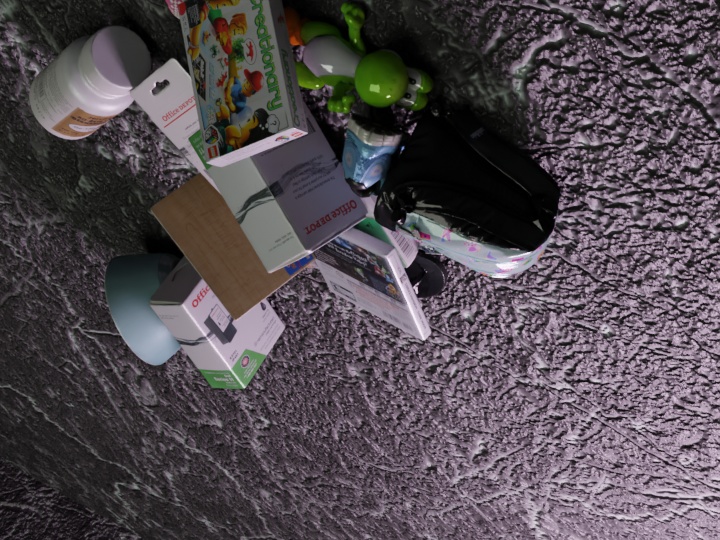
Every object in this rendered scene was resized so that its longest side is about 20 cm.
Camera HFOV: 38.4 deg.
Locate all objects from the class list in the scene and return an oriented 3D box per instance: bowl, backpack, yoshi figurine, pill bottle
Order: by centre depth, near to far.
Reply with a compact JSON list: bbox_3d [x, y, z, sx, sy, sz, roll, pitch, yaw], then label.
[{"bbox_3d":[-0.017,-0.236,1.180,0.199,0.112,0.113,21,138,17],"label":"yoshi figurine"},{"bbox_3d":[0.133,-0.081,1.213,0.200,0.167,0.127,26,164,5],"label":"backpack"},{"bbox_3d":[-0.377,-0.265,1.453,0.114,0.114,0.200,48,145,-19],"label":"pill bottle"},{"bbox_3d":[-0.337,0.049,1.770,0.105,0.201,0.201,-23,122,14],"label":"bowl"}]

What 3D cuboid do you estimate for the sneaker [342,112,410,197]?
[{"bbox_3d":[0.006,-0.134,1.227,0.078,0.090,0.200,21,-170,5],"label":"sneaker"}]

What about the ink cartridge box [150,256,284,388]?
[{"bbox_3d":[-0.233,0.074,1.705,0.083,0.147,0.200,-1,133,39],"label":"ink cartridge box"}]

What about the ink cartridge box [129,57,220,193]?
[{"bbox_3d":[-0.200,-0.204,1.401,0.116,0.068,0.200,-24,115,41],"label":"ink cartridge box"}]

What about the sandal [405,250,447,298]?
[{"bbox_3d":[0.053,0.025,1.492,0.075,0.048,0.200,47,146,-16],"label":"sandal"}]

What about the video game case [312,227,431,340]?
[{"bbox_3d":[0.000,0.000,1.457,0.200,0.023,0.182,27,154,40],"label":"video game case"}]

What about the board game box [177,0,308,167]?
[{"bbox_3d":[-0.137,-0.234,1.189,0.126,0.035,0.201,-17,79,27],"label":"board game box"}]

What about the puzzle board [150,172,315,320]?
[{"bbox_3d":[-0.181,-0.051,1.481,0.200,0.151,0.017,53,163,-3],"label":"puzzle board"}]

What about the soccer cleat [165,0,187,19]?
[{"bbox_3d":[-0.181,-0.355,1.201,0.086,0.070,0.200,38,147,13],"label":"soccer cleat"}]

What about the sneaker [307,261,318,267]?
[{"bbox_3d":[-0.141,-0.067,1.536,0.200,0.080,0.071,23,169,-20],"label":"sneaker"}]

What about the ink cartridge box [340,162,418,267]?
[{"bbox_3d":[-0.034,-0.070,1.454,0.200,0.050,0.161,-7,128,44],"label":"ink cartridge box"}]

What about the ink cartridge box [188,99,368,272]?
[{"bbox_3d":[-0.100,-0.117,1.305,0.083,0.147,0.200,-28,94,41],"label":"ink cartridge box"}]
